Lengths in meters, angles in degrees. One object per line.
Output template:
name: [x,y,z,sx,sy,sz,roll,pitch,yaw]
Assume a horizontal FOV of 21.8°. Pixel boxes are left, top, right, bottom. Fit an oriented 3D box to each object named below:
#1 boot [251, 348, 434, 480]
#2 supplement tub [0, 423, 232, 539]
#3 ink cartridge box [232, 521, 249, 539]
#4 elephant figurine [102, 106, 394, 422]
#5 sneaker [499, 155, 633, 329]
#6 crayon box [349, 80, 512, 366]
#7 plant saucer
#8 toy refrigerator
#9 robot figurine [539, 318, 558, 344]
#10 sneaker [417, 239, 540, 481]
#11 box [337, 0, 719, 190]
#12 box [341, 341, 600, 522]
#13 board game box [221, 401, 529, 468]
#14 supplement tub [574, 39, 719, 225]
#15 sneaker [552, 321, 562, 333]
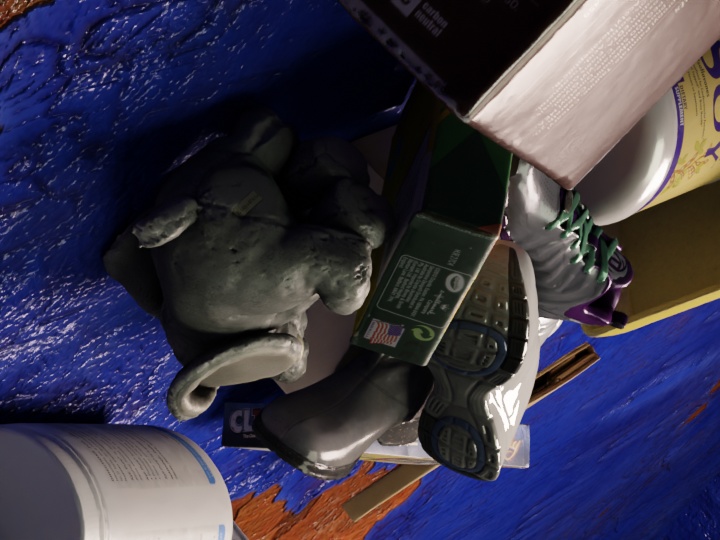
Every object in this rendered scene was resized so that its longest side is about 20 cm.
boot: [0.014,0.056,1.213,0.132,0.070,0.200,-58,164,21]
supplement tub: [-0.176,0.160,1.165,0.132,0.132,0.200,-47,160,12]
ink cartridge box: [-0.161,0.283,1.437,0.200,0.146,0.085,-32,160,-26]
elephant figurine: [-0.074,0.019,1.059,0.200,0.155,0.142,-55,-163,42]
sneaker: [0.130,-0.029,1.173,0.200,0.087,0.074,73,33,-60]
crayon box: [0.049,-0.061,1.091,0.127,0.051,0.200,116,-11,-50]
plant saucer: [0.253,-0.051,1.377,0.200,0.200,0.048,-22,137,24]
toy refrigerator: [0.000,0.000,1.255,0.070,0.076,0.200,-24,153,-43]
robot figurine: [0.091,0.027,1.434,0.170,0.113,0.200,-81,-162,-50]
sneaker: [0.080,0.046,1.190,0.087,0.074,0.200,-54,161,-37]
box: [0.081,-0.164,0.918,0.164,0.166,0.200,-47,160,9]
box: [0.093,0.135,1.576,0.200,0.021,0.163,-36,174,32]
board game box: [0.014,0.124,1.408,0.135,0.035,0.200,-3,171,42]
supplement tub: [0.192,-0.118,1.273,0.200,0.145,0.145,-21,152,-48]
sneaker: [0.096,0.053,1.590,0.200,0.074,0.085,-42,153,-23]
